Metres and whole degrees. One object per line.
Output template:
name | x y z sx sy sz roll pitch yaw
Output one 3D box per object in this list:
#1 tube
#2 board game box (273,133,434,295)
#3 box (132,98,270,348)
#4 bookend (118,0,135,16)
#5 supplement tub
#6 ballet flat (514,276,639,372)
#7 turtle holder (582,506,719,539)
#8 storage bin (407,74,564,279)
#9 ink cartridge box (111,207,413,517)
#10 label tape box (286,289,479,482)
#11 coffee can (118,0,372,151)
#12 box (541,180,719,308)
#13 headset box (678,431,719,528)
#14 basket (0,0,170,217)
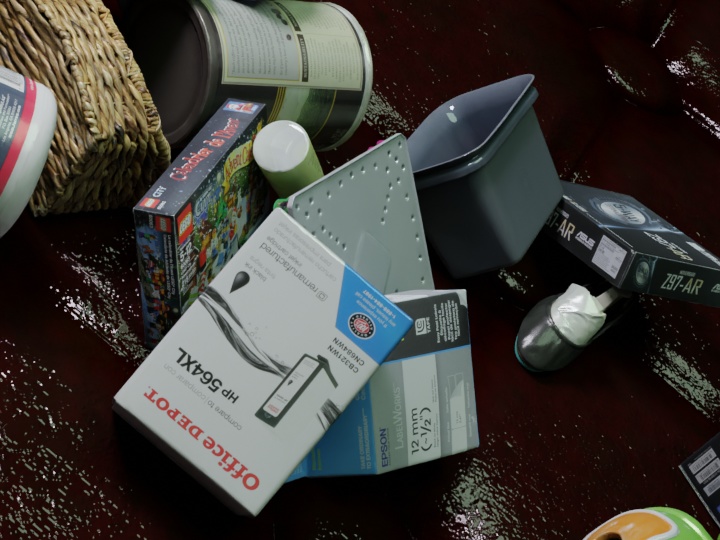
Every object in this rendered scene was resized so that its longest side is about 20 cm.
tube | -0.050 -0.069 1.602 0.052 0.200 0.058 12 72 16
board game box | 0.000 0.000 1.578 0.200 0.026 0.200 -35 118 -52
box | -0.131 -0.041 1.504 0.038 0.137 0.200 11 35 16
bookend | -0.147 -0.304 1.777 0.200 0.092 0.199 4 53 -41
supplement tub | -0.351 -0.116 1.372 0.200 0.140 0.140 24 41 -23
ballet flat | 0.226 0.040 1.798 0.068 0.068 0.200 51 38 7
turtle holder | 0.238 0.300 1.524 0.132 0.186 0.141 -3 25 -44
storage bin | 0.116 -0.086 1.784 0.134 0.145 0.200 63 35 -17
ink cartridge box | -0.078 0.075 1.390 0.146 0.084 0.200 40 78 -2
label tape box | 0.012 0.097 1.500 0.200 0.066 0.144 -9 96 -48
coffee can | -0.109 -0.185 1.650 0.200 0.146 0.146 -3 56 -43
box | 0.279 -0.032 1.867 0.160 0.044 0.200 10 21 -35
headset box | 0.456 0.171 1.792 0.200 0.174 0.093 -9 60 -47
basket | -0.231 -0.164 1.523 0.149 0.143 0.200 -7 60 -45
